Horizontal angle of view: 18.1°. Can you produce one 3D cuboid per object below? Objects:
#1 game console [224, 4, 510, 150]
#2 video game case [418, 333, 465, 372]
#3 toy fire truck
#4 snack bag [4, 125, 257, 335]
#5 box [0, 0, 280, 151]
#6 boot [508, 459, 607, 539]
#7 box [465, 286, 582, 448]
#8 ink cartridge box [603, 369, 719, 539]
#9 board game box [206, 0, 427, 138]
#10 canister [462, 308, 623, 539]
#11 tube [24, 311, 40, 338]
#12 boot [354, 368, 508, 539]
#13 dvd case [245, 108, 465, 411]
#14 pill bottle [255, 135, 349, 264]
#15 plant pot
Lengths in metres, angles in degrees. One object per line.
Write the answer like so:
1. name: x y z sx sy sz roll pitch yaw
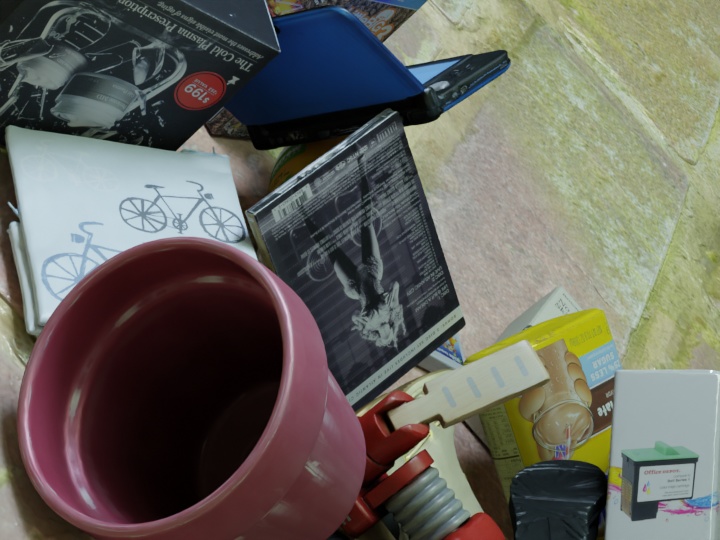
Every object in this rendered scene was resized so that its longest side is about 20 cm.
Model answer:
1. game console: -0.015 -0.167 1.754 0.170 0.199 0.119 -36 112 -42
2. video game case: 0.022 -0.005 1.944 0.143 0.018 0.201 30 32 -36
3. toy fire truck: 0.053 0.154 1.574 0.176 0.200 0.129 52 27 6
4. snack bag: -0.160 -0.022 1.594 0.187 0.021 0.201 7 45 -27
5. box: -0.195 -0.173 1.641 0.199 0.182 0.105 23 37 -41
6. boot: 0.144 0.247 1.660 0.198 0.073 0.164 -68 157 -69
7. box: 0.151 0.090 1.964 0.082 0.068 0.200 49 26 -3
8. ink cartridge box: 0.229 0.187 1.685 0.145 0.083 0.201 58 36 -68
9. board game box: -0.068 -0.233 1.899 0.097 0.200 0.160 2 53 -56
10. canister: 0.168 0.145 1.802 0.148 0.086 0.201 -22 95 -47
11. tube: -0.139 0.067 1.565 0.199 0.058 0.052 10 88 -44
12. boot: 0.062 0.162 1.725 0.156 0.073 0.200 55 23 7
13. dvd case: 0.000 0.000 1.702 0.148 0.016 0.201 -37 125 -27
14. pill bottle: -0.022 -0.047 1.822 0.111 0.111 0.201 39 28 -20
15. plant pot: -0.090 0.101 1.454 0.179 0.199 0.201 39 23 -55
